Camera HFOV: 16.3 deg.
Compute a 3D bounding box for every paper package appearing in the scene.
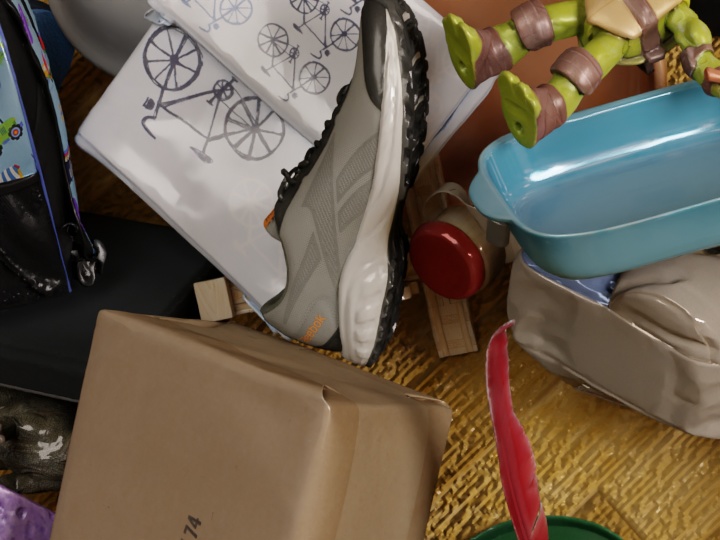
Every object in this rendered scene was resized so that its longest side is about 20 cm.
[{"bbox_3d":[-0.068,0.139,1.314,0.190,0.103,0.201,18,98,41],"label":"paper package"}]

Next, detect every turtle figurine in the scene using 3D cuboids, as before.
[{"bbox_3d":[0.125,-0.137,1.283,0.161,0.065,0.200,-28,69,-16],"label":"turtle figurine"}]

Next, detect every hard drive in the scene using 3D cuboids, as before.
[{"bbox_3d":[-0.186,0.015,1.471,0.199,0.033,0.140,10,39,29],"label":"hard drive"}]

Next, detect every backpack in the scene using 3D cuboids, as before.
[{"bbox_3d":[-0.237,-0.092,1.429,0.134,0.201,0.183,-15,33,-7],"label":"backpack"}]

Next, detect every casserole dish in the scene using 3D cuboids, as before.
[{"bbox_3d":[0.152,-0.046,1.239,0.199,0.039,0.121,-16,31,-7],"label":"casserole dish"}]

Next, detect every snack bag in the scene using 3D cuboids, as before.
[{"bbox_3d":[-0.050,-0.094,1.384,0.188,0.021,0.200,42,105,14],"label":"snack bag"}]

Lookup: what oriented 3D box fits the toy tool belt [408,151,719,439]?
[{"bbox_3d":[0.139,-0.001,1.323,0.199,0.125,0.123,26,47,25],"label":"toy tool belt"}]

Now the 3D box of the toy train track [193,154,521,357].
[{"bbox_3d":[0.000,0.000,1.391,0.199,0.033,0.116,-11,93,16],"label":"toy train track"}]

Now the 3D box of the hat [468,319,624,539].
[{"bbox_3d":[0.056,0.171,1.240,0.165,0.176,0.201,-23,61,15],"label":"hat"}]

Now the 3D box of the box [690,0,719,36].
[{"bbox_3d":[0.234,-0.230,1.387,0.140,0.079,0.201,12,74,32],"label":"box"}]

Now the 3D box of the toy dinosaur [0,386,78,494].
[{"bbox_3d":[-0.196,0.092,1.460,0.199,0.102,0.078,18,110,47],"label":"toy dinosaur"}]

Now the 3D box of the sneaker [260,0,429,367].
[{"bbox_3d":[-0.009,-0.049,1.317,0.079,0.074,0.201,12,107,8],"label":"sneaker"}]

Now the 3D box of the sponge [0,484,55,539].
[{"bbox_3d":[-0.220,0.169,1.380,0.112,0.199,0.030,-62,21,-7],"label":"sponge"}]

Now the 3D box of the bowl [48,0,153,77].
[{"bbox_3d":[-0.101,-0.213,1.501,0.200,0.091,0.202,-3,63,6],"label":"bowl"}]

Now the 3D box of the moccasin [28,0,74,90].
[{"bbox_3d":[-0.262,-0.096,1.566,0.200,0.080,0.068,-44,28,5],"label":"moccasin"}]

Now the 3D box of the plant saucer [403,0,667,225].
[{"bbox_3d":[0.076,-0.110,1.383,0.199,0.037,0.202,8,110,21],"label":"plant saucer"}]
